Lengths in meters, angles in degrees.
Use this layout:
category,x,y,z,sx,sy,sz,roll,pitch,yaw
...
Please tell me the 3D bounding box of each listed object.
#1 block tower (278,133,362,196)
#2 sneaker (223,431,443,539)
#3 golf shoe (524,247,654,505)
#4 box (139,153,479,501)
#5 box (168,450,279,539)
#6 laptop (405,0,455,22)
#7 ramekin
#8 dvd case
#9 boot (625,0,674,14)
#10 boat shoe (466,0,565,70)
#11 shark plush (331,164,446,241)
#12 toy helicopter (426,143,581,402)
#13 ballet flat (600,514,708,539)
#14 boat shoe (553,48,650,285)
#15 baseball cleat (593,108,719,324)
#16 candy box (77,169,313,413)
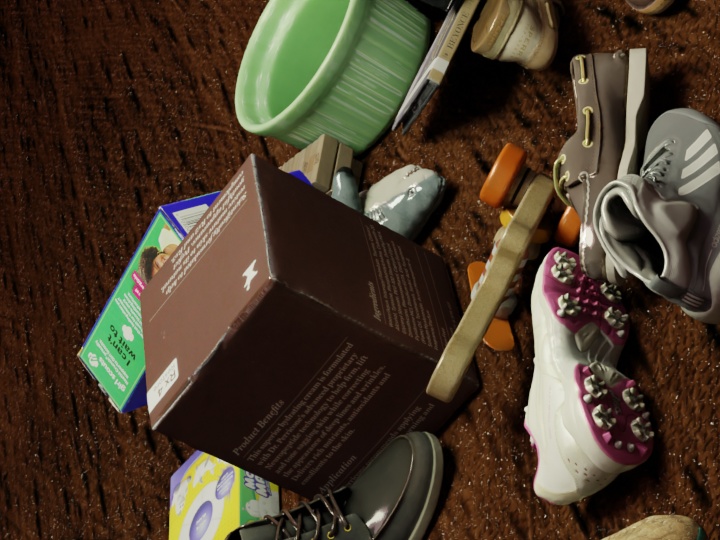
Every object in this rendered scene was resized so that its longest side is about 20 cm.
category,x,y,z,sx,sy,sz,roll,pitch,yaw
block tower,-0.074,-0.054,1.820,0.200,0.054,0.058,-31,40,48
sneaker,-0.025,0.192,1.448,0.201,0.106,0.075,-56,27,15
golf shoe,0.137,0.069,1.307,0.092,0.075,0.201,-51,26,34
box,-0.043,0.053,1.503,0.166,0.199,0.165,-48,30,25
box,-0.117,0.229,1.652,0.117,0.048,0.201,-46,33,32
laptop,0.108,-0.296,1.664,0.103,0.200,0.178,31,94,22
ramekin,-0.022,-0.199,1.809,0.200,0.097,0.201,-42,34,36
dvd case,0.086,-0.222,1.645,0.201,0.016,0.149,-65,4,-15
boot,0.162,-0.289,1.475,0.072,0.165,0.201,-46,34,30
boat shoe,0.129,-0.205,1.581,0.072,0.064,0.200,-62,7,24
shark plush,0.000,0.000,1.630,0.083,0.091,0.201,26,84,34
toy helicopter,0.093,0.016,1.411,0.201,0.078,0.133,-60,-5,-32
ballet flat,0.144,0.199,1.202,0.199,0.071,0.065,-27,16,47
boat shoe,0.167,-0.075,1.362,0.059,0.072,0.201,2,55,13
baseball cleat,0.198,-0.053,1.265,0.070,0.106,0.201,-53,26,30
candy box,-0.129,0.019,1.681,0.077,0.168,0.201,50,131,21
